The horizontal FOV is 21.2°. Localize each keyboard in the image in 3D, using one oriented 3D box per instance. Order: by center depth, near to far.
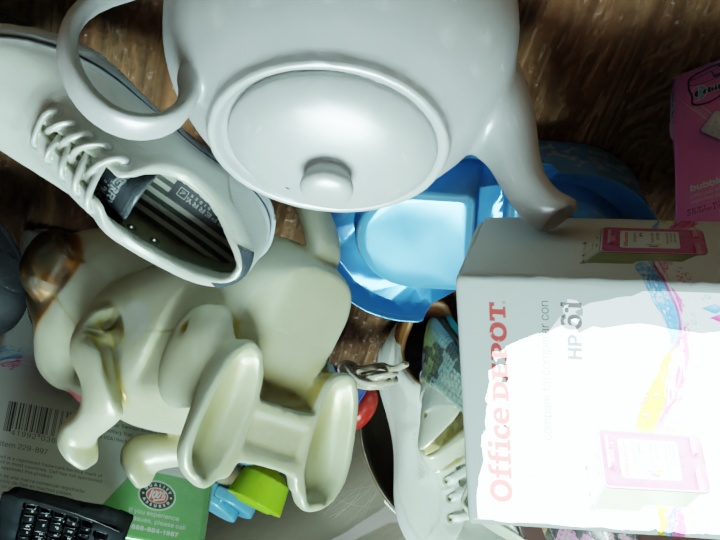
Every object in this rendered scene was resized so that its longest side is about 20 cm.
[{"bbox_3d":[-0.175,0.191,1.149,0.104,0.040,0.200,12,149,-8],"label":"keyboard"}]

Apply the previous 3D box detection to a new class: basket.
[{"bbox_3d":[-0.032,0.175,1.366,0.200,0.180,0.136,-33,87,34],"label":"basket"}]

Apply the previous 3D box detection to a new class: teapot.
[{"bbox_3d":[-0.017,-0.097,0.965,0.199,0.147,0.197,-13,141,27],"label":"teapot"}]

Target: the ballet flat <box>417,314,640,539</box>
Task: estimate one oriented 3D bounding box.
[{"bbox_3d":[0.078,0.105,1.103,0.071,0.200,0.069,-41,144,-2],"label":"ballet flat"}]

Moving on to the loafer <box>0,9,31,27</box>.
[{"bbox_3d":[-0.255,-0.141,1.007,0.199,0.073,0.072,16,140,-16],"label":"loafer"}]

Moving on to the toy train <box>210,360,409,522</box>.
[{"bbox_3d":[-0.045,0.106,1.232,0.084,0.116,0.200,33,164,-21],"label":"toy train"}]

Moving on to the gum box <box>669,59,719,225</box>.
[{"bbox_3d":[0.256,-0.065,0.996,0.199,0.114,0.066,-16,140,28],"label":"gum box"}]

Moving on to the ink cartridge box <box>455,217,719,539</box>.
[{"bbox_3d":[0.152,0.054,0.967,0.199,0.085,0.145,2,114,15],"label":"ink cartridge box"}]

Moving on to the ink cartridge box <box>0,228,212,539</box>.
[{"bbox_3d":[-0.162,0.087,1.207,0.145,0.201,0.088,12,149,-10],"label":"ink cartridge box"}]

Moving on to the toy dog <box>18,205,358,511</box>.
[{"bbox_3d":[-0.113,0.033,1.103,0.199,0.195,0.139,12,-177,38],"label":"toy dog"}]

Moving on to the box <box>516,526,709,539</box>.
[{"bbox_3d":[0.189,0.121,1.228,0.163,0.167,0.200,-2,145,12],"label":"box"}]

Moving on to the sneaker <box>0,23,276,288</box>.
[{"bbox_3d":[-0.131,-0.061,0.989,0.199,0.071,0.073,29,108,-8],"label":"sneaker"}]

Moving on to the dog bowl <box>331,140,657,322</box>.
[{"bbox_3d":[0.075,-0.026,1.115,0.199,0.050,0.112,4,126,4],"label":"dog bowl"}]

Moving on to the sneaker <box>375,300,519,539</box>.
[{"bbox_3d":[0.056,0.110,1.207,0.072,0.201,0.085,-8,150,-20],"label":"sneaker"}]

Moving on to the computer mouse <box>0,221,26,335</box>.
[{"bbox_3d":[-0.270,-0.032,1.118,0.138,0.053,0.201,-18,115,25],"label":"computer mouse"}]
